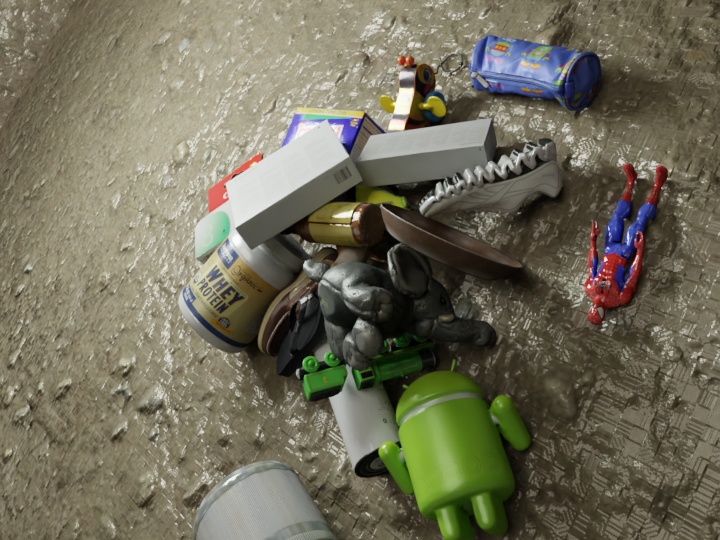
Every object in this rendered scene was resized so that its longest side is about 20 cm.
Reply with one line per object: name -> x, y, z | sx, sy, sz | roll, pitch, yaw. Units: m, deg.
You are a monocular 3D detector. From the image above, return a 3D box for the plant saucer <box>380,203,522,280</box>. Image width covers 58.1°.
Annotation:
plant saucer -> 0.112, -0.034, 0.833 | 0.199, 0.198, 0.033 | 33, 106, 43

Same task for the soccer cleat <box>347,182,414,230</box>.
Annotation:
soccer cleat -> 0.035, -0.089, 0.993 | 0.083, 0.065, 0.201 | -33, 39, 4

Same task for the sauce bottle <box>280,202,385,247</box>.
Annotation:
sauce bottle -> -0.053, -0.073, 0.980 | 0.197, 0.066, 0.067 | 9, 73, 42

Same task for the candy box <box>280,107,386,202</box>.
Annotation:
candy box -> -0.069, -0.174, 1.122 | 0.167, 0.077, 0.203 | 13, 76, 40

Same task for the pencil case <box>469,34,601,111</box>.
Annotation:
pencil case -> 0.241, -0.285, 0.929 | 0.086, 0.079, 0.199 | -37, 42, -23

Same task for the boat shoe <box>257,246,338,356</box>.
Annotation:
boat shoe -> -0.083, 0.059, 1.021 | 0.201, 0.072, 0.072 | -51, 48, -4

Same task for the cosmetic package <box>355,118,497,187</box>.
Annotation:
cosmetic package -> 0.098, -0.173, 0.964 | 0.196, 0.051, 0.083 | -3, 36, 25

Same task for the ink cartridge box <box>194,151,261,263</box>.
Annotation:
ink cartridge box -> -0.256, -0.130, 1.270 | 0.159, 0.050, 0.203 | -29, 55, 24

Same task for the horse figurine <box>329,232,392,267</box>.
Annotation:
horse figurine -> 0.000, 0.000, 0.962 | 0.130, 0.050, 0.203 | 9, 53, 14

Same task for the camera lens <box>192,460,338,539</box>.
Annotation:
camera lens -> -0.112, 0.361, 0.825 | 0.161, 0.159, 0.200 | -51, 47, 5

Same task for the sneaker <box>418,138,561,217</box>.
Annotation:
sneaker -> 0.175, -0.105, 0.872 | 0.196, 0.082, 0.075 | -20, 16, 16

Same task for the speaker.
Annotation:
speaker -> -0.003, 0.172, 0.890 | 0.081, 0.081, 0.202 | -38, 50, 16

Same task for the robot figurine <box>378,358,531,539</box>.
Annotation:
robot figurine -> 0.108, 0.209, 0.757 | 0.173, 0.116, 0.203 | -27, 55, 16

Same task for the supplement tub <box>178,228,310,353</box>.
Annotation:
supplement tub -> -0.189, 0.019, 1.073 | 0.201, 0.144, 0.145 | -48, 47, 8

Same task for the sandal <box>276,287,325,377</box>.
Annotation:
sandal -> -0.088, 0.087, 0.934 | 0.077, 0.042, 0.201 | -94, 29, -47

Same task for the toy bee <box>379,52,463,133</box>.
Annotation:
toy bee -> 0.082, -0.285, 1.039 | 0.129, 0.108, 0.204 | -11, 62, 36

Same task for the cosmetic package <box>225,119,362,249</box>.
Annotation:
cosmetic package -> -0.108, -0.137, 0.999 | 0.198, 0.052, 0.152 | -31, 39, 4

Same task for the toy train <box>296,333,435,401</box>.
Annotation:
toy train -> 0.013, 0.125, 0.856 | 0.196, 0.042, 0.057 | -12, 59, -17

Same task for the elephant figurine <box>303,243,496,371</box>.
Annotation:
elephant figurine -> 0.053, 0.042, 0.833 | 0.141, 0.197, 0.159 | -1, 103, 57

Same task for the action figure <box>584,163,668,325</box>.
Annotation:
action figure -> 0.309, -0.031, 0.771 | 0.065, 0.051, 0.204 | 14, 79, 38
